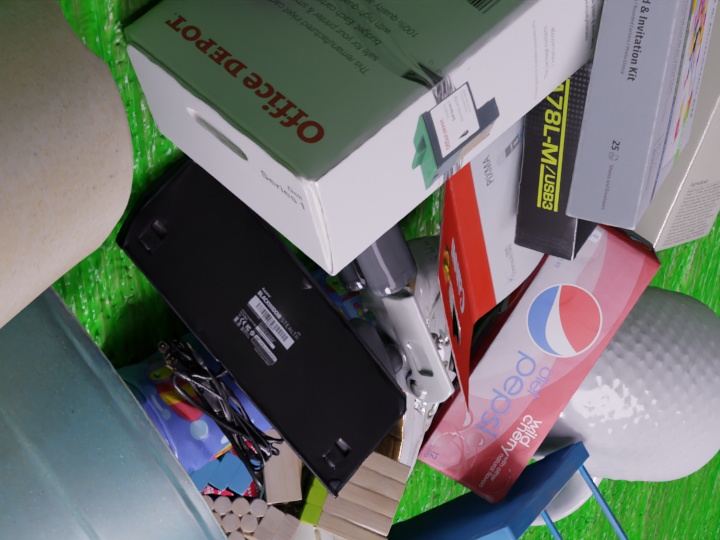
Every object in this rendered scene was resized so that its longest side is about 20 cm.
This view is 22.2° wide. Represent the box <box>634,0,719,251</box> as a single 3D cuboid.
[{"bbox_3d":[0.243,-0.118,1.324,0.082,0.068,0.201,-14,133,-47],"label":"box"}]

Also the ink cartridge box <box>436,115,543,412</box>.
[{"bbox_3d":[0.086,-0.038,1.112,0.160,0.047,0.201,75,20,-55],"label":"ink cartridge box"}]

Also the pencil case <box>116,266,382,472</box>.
[{"bbox_3d":[-0.065,0.062,1.086,0.200,0.078,0.087,-28,148,-35],"label":"pencil case"}]

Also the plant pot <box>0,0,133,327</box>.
[{"bbox_3d":[-0.197,-0.031,0.726,0.183,0.200,0.201,-36,148,-46],"label":"plant pot"}]

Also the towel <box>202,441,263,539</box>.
[{"bbox_3d":[-0.041,0.108,1.223,0.200,0.022,0.145,-33,144,-29],"label":"towel"}]

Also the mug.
[{"bbox_3d":[0.159,0.101,1.360,0.175,0.148,0.201,10,111,-42],"label":"mug"}]

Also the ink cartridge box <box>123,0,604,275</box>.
[{"bbox_3d":[0.004,-0.116,0.926,0.200,0.146,0.084,-40,150,-18],"label":"ink cartridge box"}]

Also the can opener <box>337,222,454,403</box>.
[{"bbox_3d":[0.000,0.000,1.047,0.066,0.053,0.201,-35,115,-33],"label":"can opener"}]

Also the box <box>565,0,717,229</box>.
[{"bbox_3d":[0.162,-0.124,1.003,0.200,0.041,0.157,-45,146,-66],"label":"box"}]

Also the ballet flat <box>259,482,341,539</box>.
[{"bbox_3d":[-0.040,0.192,1.220,0.068,0.072,0.201,-8,128,-49],"label":"ballet flat"}]

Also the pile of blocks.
[{"bbox_3d":[-0.072,0.140,1.146,0.199,0.082,0.062,-2,175,-15],"label":"pile of blocks"}]

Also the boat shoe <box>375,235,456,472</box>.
[{"bbox_3d":[0.032,0.068,1.189,0.069,0.071,0.201,-19,133,-37],"label":"boat shoe"}]

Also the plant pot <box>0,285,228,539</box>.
[{"bbox_3d":[-0.195,0.114,0.872,0.196,0.200,0.200,-36,147,-10],"label":"plant pot"}]

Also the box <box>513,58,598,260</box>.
[{"bbox_3d":[0.154,-0.137,1.120,0.200,0.047,0.194,-48,145,-50],"label":"box"}]

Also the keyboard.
[{"bbox_3d":[-0.066,0.038,1.016,0.104,0.040,0.200,-47,109,-24],"label":"keyboard"}]

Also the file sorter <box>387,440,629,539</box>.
[{"bbox_3d":[0.081,0.232,1.280,0.200,0.123,0.139,-29,-177,33],"label":"file sorter"}]

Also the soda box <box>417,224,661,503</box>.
[{"bbox_3d":[0.116,0.053,1.225,0.200,0.070,0.063,-58,-175,13],"label":"soda box"}]
